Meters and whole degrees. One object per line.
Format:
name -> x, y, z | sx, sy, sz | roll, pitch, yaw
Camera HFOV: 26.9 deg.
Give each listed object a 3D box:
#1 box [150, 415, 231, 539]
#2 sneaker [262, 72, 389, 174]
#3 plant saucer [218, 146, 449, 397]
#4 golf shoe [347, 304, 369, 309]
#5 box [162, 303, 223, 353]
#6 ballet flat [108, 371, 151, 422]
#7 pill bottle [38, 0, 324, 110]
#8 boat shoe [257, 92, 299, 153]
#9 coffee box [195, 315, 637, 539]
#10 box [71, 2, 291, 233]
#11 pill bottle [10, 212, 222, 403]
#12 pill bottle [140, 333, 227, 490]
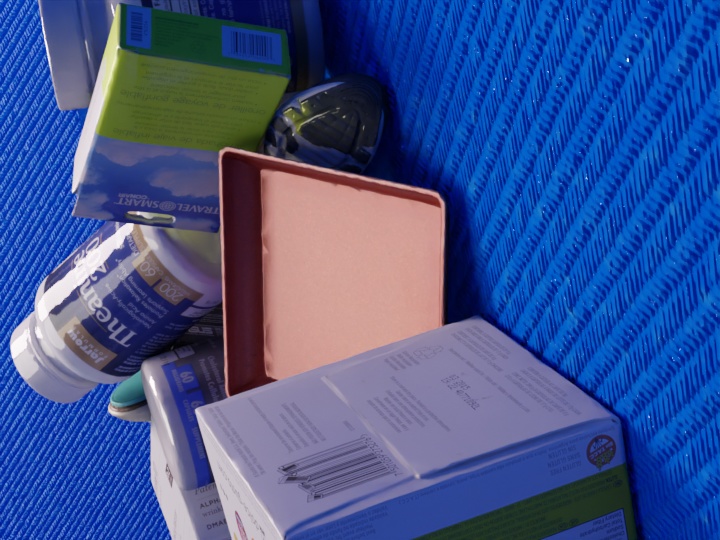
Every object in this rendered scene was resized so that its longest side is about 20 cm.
box -> -0.080, 0.190, 1.386 | 0.199, 0.199, 0.131 | 104, 146, -63
sneaker -> -0.033, -0.102, 1.120 | 0.074, 0.085, 0.200 | 36, 146, -10
plant saucer -> -0.014, 0.021, 1.057 | 0.199, 0.037, 0.200 | 14, 113, 35
golf shoe -> 0.000, 0.000, 1.160 | 0.088, 0.077, 0.200 | 45, 172, -31
box -> -0.126, 0.026, 1.392 | 0.048, 0.200, 0.159 | -49, 52, 31
ballet flat -> -0.159, 0.099, 1.382 | 0.069, 0.200, 0.070 | 13, 122, 21
pill bottle -> -0.135, -0.180, 1.132 | 0.120, 0.199, 0.120 | 170, 90, -82
boat shoe -> -0.116, -0.100, 1.258 | 0.200, 0.069, 0.074 | -50, 56, 31
coffee box -> 0.038, 0.172, 0.911 | 0.200, 0.199, 0.199 | -140, 34, -65
box -> -0.135, -0.104, 1.087 | 0.200, 0.121, 0.048 | 122, 149, -53
pill bottle -> -0.197, 0.023, 1.245 | 0.111, 0.200, 0.111 | 38, -151, -25
pill bottle -> -0.070, 0.097, 1.239 | 0.114, 0.199, 0.114 | 162, 90, -77
